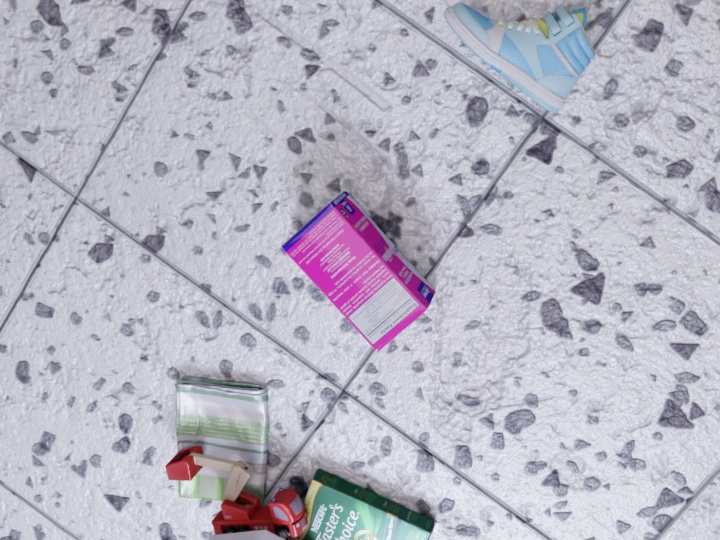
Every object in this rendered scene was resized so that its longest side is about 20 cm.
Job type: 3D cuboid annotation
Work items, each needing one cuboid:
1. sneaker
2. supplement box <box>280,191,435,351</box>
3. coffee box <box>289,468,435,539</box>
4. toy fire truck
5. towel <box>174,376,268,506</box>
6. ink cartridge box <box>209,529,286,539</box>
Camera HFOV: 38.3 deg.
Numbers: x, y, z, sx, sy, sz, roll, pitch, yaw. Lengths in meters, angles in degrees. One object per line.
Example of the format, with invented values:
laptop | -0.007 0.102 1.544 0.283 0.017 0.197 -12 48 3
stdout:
sneaker | 0.217 -0.313 1.346 0.200 0.080 0.131 36 110 -9
supplement box | 0.000 0.000 1.457 0.103 0.101 0.200 -40 94 17
coffee box | 0.000 0.400 1.589 0.200 0.044 0.123 24 109 5
toy fire truck | -0.186 0.336 1.571 0.200 0.049 0.141 -6 108 23
towel | -0.217 0.269 1.608 0.149 0.031 0.200 5 105 11
ink cartridge box | -0.151 0.441 1.548 0.116 0.068 0.200 -15 142 32
